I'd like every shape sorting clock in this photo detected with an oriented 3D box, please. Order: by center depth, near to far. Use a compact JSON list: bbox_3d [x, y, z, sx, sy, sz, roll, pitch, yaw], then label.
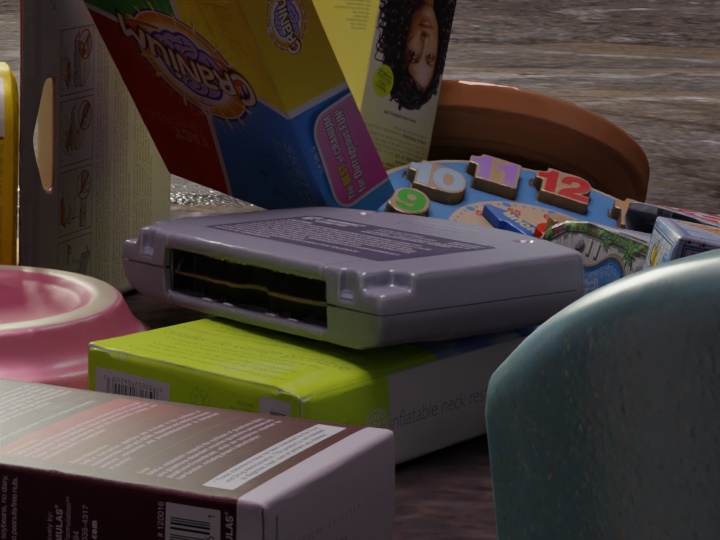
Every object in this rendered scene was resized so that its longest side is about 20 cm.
[{"bbox_3d":[0.095,-0.009,1.227,0.198,0.039,0.200,14,22,-6],"label":"shape sorting clock"}]

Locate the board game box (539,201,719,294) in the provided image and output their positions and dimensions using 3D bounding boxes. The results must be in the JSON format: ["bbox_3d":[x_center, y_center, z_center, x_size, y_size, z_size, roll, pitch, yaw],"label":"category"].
[{"bbox_3d":[0.172,0.013,1.067,0.199,0.062,0.200,9,9,-36],"label":"board game box"}]

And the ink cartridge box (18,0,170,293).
[{"bbox_3d":[-0.155,-0.081,1.294,0.043,0.202,0.173,7,12,22],"label":"ink cartridge box"}]

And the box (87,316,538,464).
[{"bbox_3d":[-0.010,0.046,1.059,0.121,0.048,0.199,11,14,36],"label":"box"}]

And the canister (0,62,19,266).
[{"bbox_3d":[-0.274,-0.036,1.207,0.198,0.150,0.087,0,11,-14],"label":"canister"}]

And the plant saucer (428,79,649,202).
[{"bbox_3d":[0.068,-0.054,1.403,0.199,0.033,0.201,8,-20,3],"label":"plant saucer"}]

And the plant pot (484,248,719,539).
[{"bbox_3d":[0.142,0.073,0.603,0.196,0.197,0.199,-10,8,-44],"label":"plant pot"}]

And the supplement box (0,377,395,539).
[{"bbox_3d":[-0.099,0.083,0.841,0.199,0.061,0.109,7,12,24],"label":"supplement box"}]

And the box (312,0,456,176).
[{"bbox_3d":[0.002,-0.083,1.289,0.050,0.202,0.075,10,-1,36],"label":"box"}]

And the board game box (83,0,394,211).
[{"bbox_3d":[-0.076,-0.121,1.198,0.040,0.201,0.153,-41,37,-24],"label":"board game box"}]

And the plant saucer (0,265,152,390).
[{"bbox_3d":[-0.184,0.035,1.100,0.199,0.051,0.201,0,11,0],"label":"plant saucer"}]

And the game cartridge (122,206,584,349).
[{"bbox_3d":[0.000,0.000,1.082,0.132,0.041,0.199,-11,14,-36],"label":"game cartridge"}]
